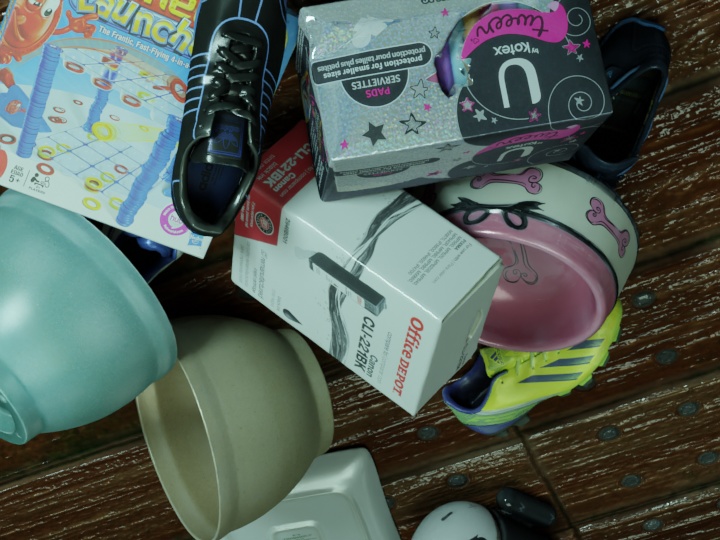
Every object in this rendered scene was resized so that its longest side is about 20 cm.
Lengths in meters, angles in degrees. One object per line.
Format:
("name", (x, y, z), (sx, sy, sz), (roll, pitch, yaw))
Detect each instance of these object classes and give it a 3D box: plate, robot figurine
("plate", (-0.065, 0.276, 1.419), (0.198, 0.032, 0.201), (-12, 132, 7))
("robot figurine", (0.143, 0.322, 1.406), (0.199, 0.151, 0.125), (30, 137, -27))

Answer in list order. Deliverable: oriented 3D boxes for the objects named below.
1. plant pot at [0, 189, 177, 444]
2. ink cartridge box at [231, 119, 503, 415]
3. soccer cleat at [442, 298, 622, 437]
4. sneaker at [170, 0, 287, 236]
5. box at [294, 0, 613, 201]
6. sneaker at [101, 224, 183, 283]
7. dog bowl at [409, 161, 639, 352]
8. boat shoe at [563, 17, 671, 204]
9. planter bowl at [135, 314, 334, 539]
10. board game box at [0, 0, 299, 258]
("plant pot", (-0.266, 0.053, 1.078), (0.200, 0.134, 0.201), (31, 148, 21))
("ink cartridge box", (0.000, 0.000, 1.056), (0.200, 0.084, 0.145), (35, 148, 16))
("soccer cleat", (0.157, 0.083, 1.237), (0.083, 0.065, 0.200), (31, 124, -24))
("sneaker", (-0.089, -0.120, 0.934), (0.070, 0.078, 0.201), (7, 108, -16))
("box", (0.061, -0.129, 0.954), (0.199, 0.116, 0.132), (-11, 172, -6))
("sneaker", (-0.146, -0.053, 1.084), (0.075, 0.088, 0.200), (26, 124, -21))
("dog bowl", (0.126, -0.007, 1.104), (0.199, 0.074, 0.201), (12, 146, 8))
("boat shoe", (0.186, -0.105, 1.067), (0.084, 0.069, 0.201), (6, 131, -8))
("planter bowl", (-0.107, 0.127, 1.196), (0.134, 0.200, 0.201), (-15, 137, -25))
("board game box", (-0.170, -0.136, 0.981), (0.199, 0.056, 0.197), (20, 104, -20))
